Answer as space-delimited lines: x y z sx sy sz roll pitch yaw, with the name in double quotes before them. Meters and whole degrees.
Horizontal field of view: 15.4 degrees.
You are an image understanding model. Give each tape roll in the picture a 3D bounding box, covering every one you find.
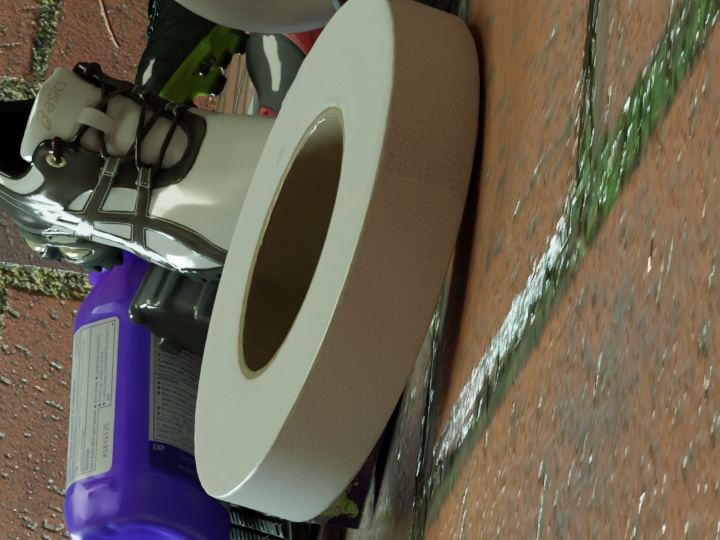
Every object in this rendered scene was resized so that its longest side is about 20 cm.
"tape roll" -0.011 -0.006 1.002 0.203 0.037 0.203 -162 90 -76

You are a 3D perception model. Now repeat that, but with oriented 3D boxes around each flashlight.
"flashlight" -0.049 -0.052 1.255 0.068 0.068 0.200 -18 40 52

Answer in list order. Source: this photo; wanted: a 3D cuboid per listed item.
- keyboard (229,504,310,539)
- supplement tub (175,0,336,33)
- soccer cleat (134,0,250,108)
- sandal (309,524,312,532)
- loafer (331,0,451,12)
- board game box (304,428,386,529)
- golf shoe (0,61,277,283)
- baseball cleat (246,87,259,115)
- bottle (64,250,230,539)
"keyboard" -0.052 0.152 1.263 0.200 0.021 0.127 175 87 -74
"supplement tub" -0.039 -0.211 1.243 0.200 0.145 0.146 -93 13 -61
"soccer cleat" -0.083 -0.150 1.339 0.068 0.081 0.200 116 179 -46
"sandal" -0.046 0.074 1.313 0.079 0.059 0.207 -109 28 -77
"loafer" 0.015 -0.192 1.076 0.063 0.072 0.200 -114 29 -87
"board game box" 0.000 0.000 1.132 0.200 0.032 0.120 -89 7 -54
"golf shoe" -0.099 -0.047 1.176 0.200 0.094 0.078 -6 52 39
"baseball cleat" -0.028 -0.073 1.395 0.106 0.070 0.200 -77 6 -86
"bottle" -0.099 0.045 1.270 0.084 0.065 0.200 42 -141 -50
